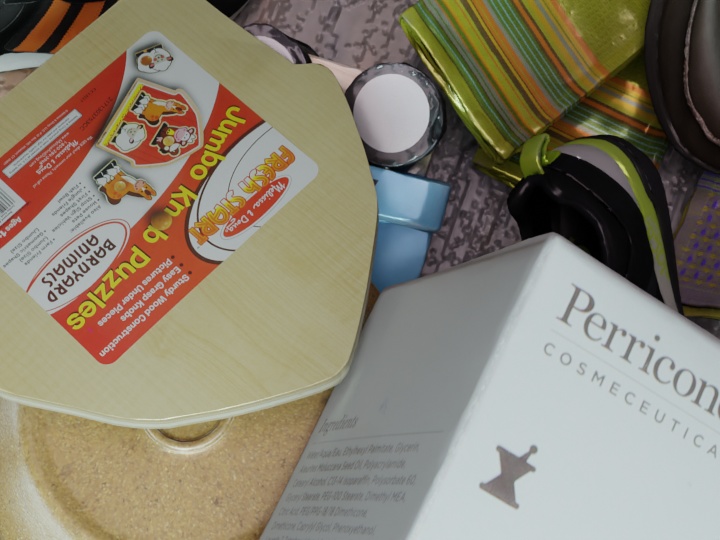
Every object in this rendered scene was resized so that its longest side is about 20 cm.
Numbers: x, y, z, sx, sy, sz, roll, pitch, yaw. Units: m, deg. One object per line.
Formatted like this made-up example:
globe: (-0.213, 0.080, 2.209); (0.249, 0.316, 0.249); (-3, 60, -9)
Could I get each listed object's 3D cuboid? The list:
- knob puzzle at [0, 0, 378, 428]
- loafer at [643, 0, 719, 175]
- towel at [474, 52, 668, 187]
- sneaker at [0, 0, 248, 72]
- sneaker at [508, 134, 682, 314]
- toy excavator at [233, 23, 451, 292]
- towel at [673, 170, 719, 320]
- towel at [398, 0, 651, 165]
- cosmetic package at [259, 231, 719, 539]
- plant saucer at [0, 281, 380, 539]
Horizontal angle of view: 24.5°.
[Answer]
knob puzzle: (-0.079, -0.014, 0.703); (0.217, 0.031, 0.221); (-1, 63, 3)
loafer: (0.184, -0.145, 0.771); (0.072, 0.071, 0.202); (6, 92, -21)
towel: (0.135, -0.124, 0.839); (0.085, 0.018, 0.201); (24, 82, 3)
sneaker: (-0.143, -0.142, 0.814); (0.198, 0.090, 0.071); (-10, 82, -1)
sneaker: (0.109, 0.036, 0.765); (0.071, 0.083, 0.202); (-16, 92, 42)
toy excavator: (0.000, 0.000, 0.803); (0.193, 0.100, 0.202); (16, 96, 2)
towel: (0.224, -0.055, 0.788); (0.023, 0.143, 0.201); (36, 78, -39)
towel: (0.116, -0.143, 0.799); (0.200, 0.018, 0.086); (-39, 99, -14)
cosmetic package: (0.061, 0.120, 0.623); (0.164, 0.165, 0.201); (31, 74, -14)
plant saucer: (-0.073, 0.061, 0.716); (0.198, 0.035, 0.202); (0, 74, 2)
